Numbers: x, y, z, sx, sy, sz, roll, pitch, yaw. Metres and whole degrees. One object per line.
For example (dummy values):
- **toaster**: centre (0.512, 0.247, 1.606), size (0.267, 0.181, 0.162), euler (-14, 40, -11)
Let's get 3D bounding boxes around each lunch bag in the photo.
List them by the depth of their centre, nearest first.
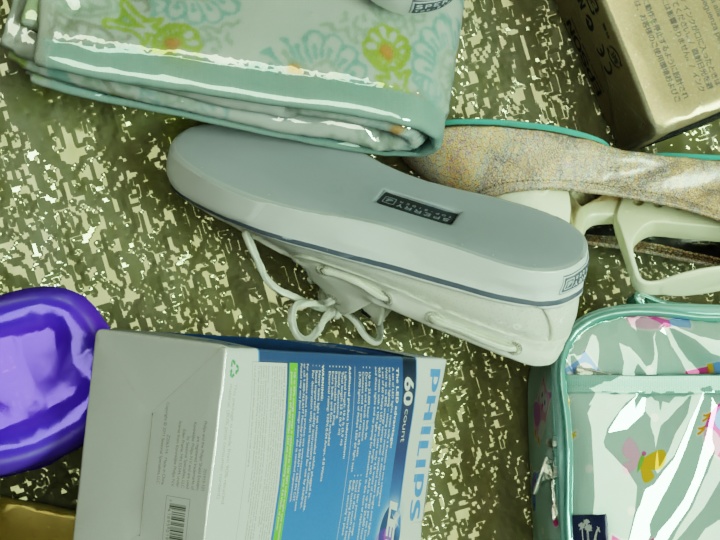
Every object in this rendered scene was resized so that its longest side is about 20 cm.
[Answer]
- **lunch bag**: centre (0.172, 0.088, 1.088), size (0.199, 0.077, 0.161), euler (-1, 85, -8)

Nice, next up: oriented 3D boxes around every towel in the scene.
- **towel**: centre (-0.049, -0.147, 1.078), size (0.199, 0.048, 0.172), euler (11, 69, -7)

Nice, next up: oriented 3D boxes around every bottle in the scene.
- **bottle**: centre (-0.141, 0.049, 0.988), size (0.083, 0.200, 0.065), euler (-22, 88, -8)

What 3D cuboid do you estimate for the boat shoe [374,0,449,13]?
- **boat shoe**: centre (-0.016, -0.209, 1.031), size (0.075, 0.086, 0.202), euler (-28, 75, -21)

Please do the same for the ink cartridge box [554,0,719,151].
- **ink cartridge box**: centre (0.162, -0.177, 1.114), size (0.164, 0.075, 0.200), euler (-22, 87, -10)

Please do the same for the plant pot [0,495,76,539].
- **plant pot**: centre (-0.097, 0.220, 0.989), size (0.194, 0.196, 0.201), euler (12, 92, -6)

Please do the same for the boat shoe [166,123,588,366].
- **boat shoe**: centre (0.003, -0.002, 1.076), size (0.202, 0.075, 0.086), euler (17, 123, 16)

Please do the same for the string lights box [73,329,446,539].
- **string lights box**: centre (-0.035, 0.079, 0.957), size (0.059, 0.200, 0.103), euler (7, 89, 25)

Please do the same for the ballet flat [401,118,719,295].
- **ballet flat**: centre (0.114, -0.024, 1.081), size (0.199, 0.068, 0.067), euler (6, 67, 6)
